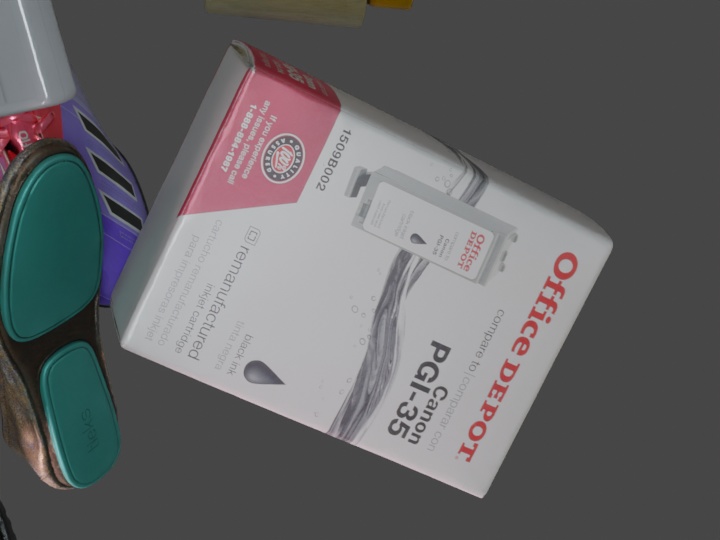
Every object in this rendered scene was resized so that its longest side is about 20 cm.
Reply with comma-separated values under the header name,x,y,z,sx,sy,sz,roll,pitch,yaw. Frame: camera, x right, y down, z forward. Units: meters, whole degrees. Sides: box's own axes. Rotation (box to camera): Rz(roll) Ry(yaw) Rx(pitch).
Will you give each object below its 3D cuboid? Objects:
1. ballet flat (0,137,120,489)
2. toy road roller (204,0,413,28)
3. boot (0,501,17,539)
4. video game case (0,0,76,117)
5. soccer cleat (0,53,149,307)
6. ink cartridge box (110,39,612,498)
name,x,y,z,sx,sy,sz,roll,pitch,yaw
ballet flat,-0.160,0.019,0.786,0.068,0.067,0.201,-29,134,-38
toy road roller,-0.025,-0.226,0.759,0.122,0.147,0.201,5,138,-4
boot,-0.216,0.125,0.777,0.076,0.168,0.202,-4,102,-2
video game case,-0.226,-0.150,0.740,0.199,0.024,0.183,-6,104,37
soccer cleat,-0.158,-0.070,0.790,0.068,0.073,0.201,-22,101,0
ink cartridge box,0.000,0.000,0.789,0.199,0.083,0.147,24,98,-17
